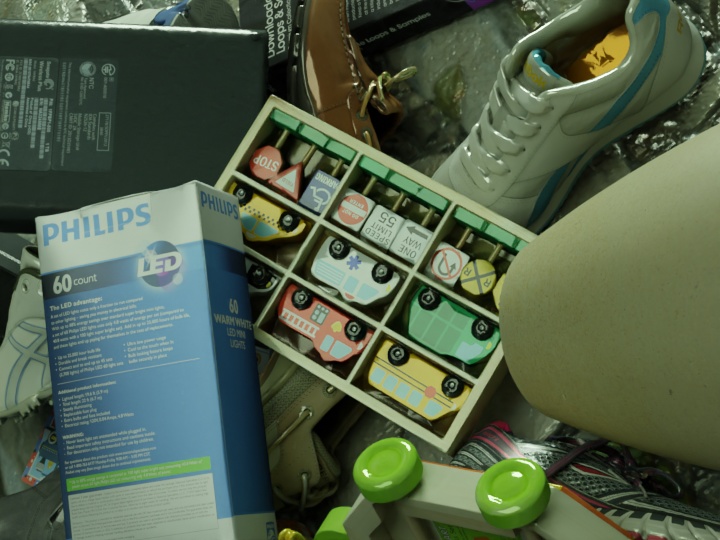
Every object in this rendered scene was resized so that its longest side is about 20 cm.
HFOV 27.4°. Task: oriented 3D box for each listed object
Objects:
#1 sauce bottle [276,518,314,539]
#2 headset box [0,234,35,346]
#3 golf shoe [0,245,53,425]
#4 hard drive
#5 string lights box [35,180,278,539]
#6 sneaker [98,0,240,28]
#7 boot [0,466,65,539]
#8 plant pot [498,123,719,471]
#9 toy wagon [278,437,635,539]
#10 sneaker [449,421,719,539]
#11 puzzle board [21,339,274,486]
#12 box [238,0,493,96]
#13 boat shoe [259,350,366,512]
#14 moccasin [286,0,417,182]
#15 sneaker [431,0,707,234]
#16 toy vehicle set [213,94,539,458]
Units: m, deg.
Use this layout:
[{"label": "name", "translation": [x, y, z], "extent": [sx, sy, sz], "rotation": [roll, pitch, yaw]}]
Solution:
[{"label": "sauce bottle", "translation": [-0.015, 0.225, 0.776], "extent": [0.066, 0.066, 0.201], "rotation": [-41, 50, 12]}, {"label": "headset box", "translation": [-0.312, 0.039, 1.001], "extent": [0.200, 0.174, 0.093], "rotation": [-50, 51, 5]}, {"label": "golf shoe", "translation": [-0.192, 0.029, 0.934], "extent": [0.199, 0.098, 0.078], "rotation": [-26, 12, 29]}, {"label": "hard drive", "translation": [-0.157, -0.090, 0.932], "extent": [0.198, 0.033, 0.141], "rotation": [2, 68, -4]}, {"label": "string lights box", "translation": [-0.110, 0.063, 0.798], "extent": [0.102, 0.059, 0.202], "rotation": [-10, 80, 19]}, {"label": "sneaker", "translation": [-0.175, -0.109, 1.026], "extent": [0.115, 0.081, 0.200], "rotation": [12, 60, 44]}, {"label": "boot", "translation": [-0.180, 0.132, 0.925], "extent": [0.198, 0.070, 0.133], "rotation": [5, 65, 29]}, {"label": "plant pot", "translation": [0.169, 0.017, 0.691], "extent": [0.199, 0.186, 0.189], "rotation": [-12, 61, 45]}, {"label": "toy wagon", "translation": [0.048, 0.143, 0.717], "extent": [0.199, 0.156, 0.040], "rotation": [6, 45, 37]}, {"label": "sneaker", "translation": [0.125, 0.120, 0.723], "extent": [0.198, 0.081, 0.075], "rotation": [12, 49, 31]}, {"label": "puzzle board", "translation": [-0.126, 0.093, 0.948], "extent": [0.199, 0.017, 0.152], "rotation": [15, 78, 38]}, {"label": "box", "translation": [0.004, -0.213, 0.989], "extent": [0.198, 0.036, 0.144], "rotation": [-18, 59, 26]}, {"label": "boat shoe", "translation": [-0.042, 0.104, 0.848], "extent": [0.065, 0.072, 0.201], "rotation": [31, 80, 20]}, {"label": "moccasin", "translation": [-0.004, -0.092, 0.900], "extent": [0.077, 0.074, 0.203], "rotation": [-4, 63, -7]}, {"label": "sneaker", "translation": [0.097, -0.084, 0.833], "extent": [0.200, 0.081, 0.077], "rotation": [-45, 52, 15]}, {"label": "toy vehicle set", "translation": [0.000, 0.000, 0.820], "extent": [0.199, 0.027, 0.125], "rotation": [29, 85, 22]}]
